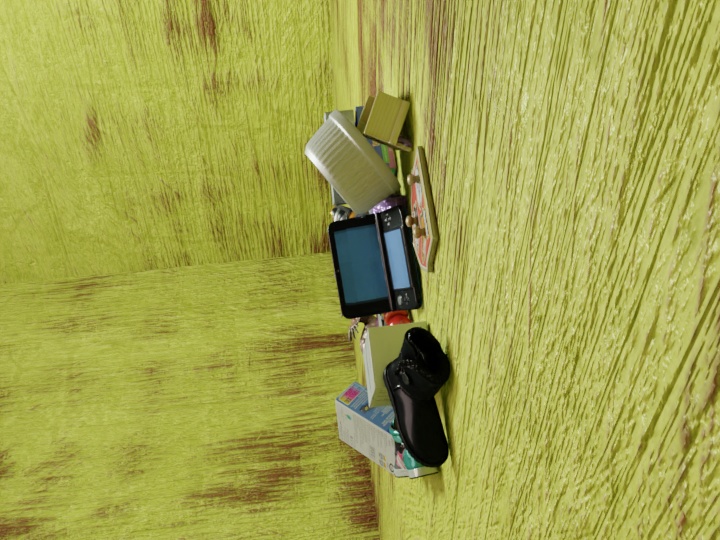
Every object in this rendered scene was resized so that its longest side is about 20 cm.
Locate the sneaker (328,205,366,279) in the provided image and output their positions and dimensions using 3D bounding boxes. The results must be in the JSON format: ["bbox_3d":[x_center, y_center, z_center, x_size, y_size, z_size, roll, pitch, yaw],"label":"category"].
[{"bbox_3d":[-0.037,-0.063,1.800,0.078,0.077,0.202,-35,-35,-45],"label":"sneaker"}]

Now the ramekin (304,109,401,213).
[{"bbox_3d":[-0.021,-0.205,1.562,0.201,0.105,0.200,49,-178,-3],"label":"ramekin"}]

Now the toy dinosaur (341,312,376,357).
[{"bbox_3d":[0.026,0.172,1.972,0.087,0.133,0.202,90,173,-51],"label":"toy dinosaur"}]

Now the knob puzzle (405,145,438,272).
[{"bbox_3d":[0.098,-0.088,1.386,0.220,0.030,0.224,174,90,-86],"label":"knob puzzle"}]

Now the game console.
[{"bbox_3d":[0.026,-0.013,1.559,0.170,0.116,0.204,168,92,-71],"label":"game console"}]

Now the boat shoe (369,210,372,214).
[{"bbox_3d":[0.063,-0.087,1.712,0.056,0.068,0.204,-19,-82,-59],"label":"boat shoe"}]

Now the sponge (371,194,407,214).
[{"bbox_3d":[0.063,-0.055,1.638,0.111,0.029,0.204,15,111,60],"label":"sponge"}]

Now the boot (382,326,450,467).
[{"bbox_3d":[0.106,0.211,1.310,0.169,0.075,0.202,114,137,-60],"label":"boot"}]

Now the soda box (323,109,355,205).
[{"bbox_3d":[-0.038,-0.250,1.764,0.063,0.067,0.204,176,88,-86],"label":"soda box"}]

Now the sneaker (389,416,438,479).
[{"bbox_3d":[0.096,0.343,1.564,0.200,0.082,0.123,130,130,-73],"label":"sneaker"}]

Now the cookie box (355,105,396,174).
[{"bbox_3d":[0.030,-0.245,1.804,0.201,0.074,0.174,93,171,-64],"label":"cookie box"}]

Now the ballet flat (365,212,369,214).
[{"bbox_3d":[0.017,-0.106,1.814,0.200,0.070,0.072,-44,47,52],"label":"ballet flat"}]

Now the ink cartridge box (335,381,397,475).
[{"bbox_3d":[0.045,0.346,1.699,0.198,0.076,0.138,28,140,32],"label":"ink cartridge box"}]

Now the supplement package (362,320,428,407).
[{"bbox_3d":[0.070,0.184,1.521,0.200,0.115,0.119,98,167,-70],"label":"supplement package"}]

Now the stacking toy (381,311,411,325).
[{"bbox_3d":[0.066,0.072,1.723,0.201,0.084,0.086,-106,10,-48],"label":"stacking toy"}]

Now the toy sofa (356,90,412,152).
[{"bbox_3d":[0.054,-0.284,1.518,0.200,0.096,0.084,-118,47,-79],"label":"toy sofa"}]

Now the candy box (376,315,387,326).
[{"bbox_3d":[0.075,0.161,1.798,0.202,0.060,0.138,-100,6,-46],"label":"candy box"}]
